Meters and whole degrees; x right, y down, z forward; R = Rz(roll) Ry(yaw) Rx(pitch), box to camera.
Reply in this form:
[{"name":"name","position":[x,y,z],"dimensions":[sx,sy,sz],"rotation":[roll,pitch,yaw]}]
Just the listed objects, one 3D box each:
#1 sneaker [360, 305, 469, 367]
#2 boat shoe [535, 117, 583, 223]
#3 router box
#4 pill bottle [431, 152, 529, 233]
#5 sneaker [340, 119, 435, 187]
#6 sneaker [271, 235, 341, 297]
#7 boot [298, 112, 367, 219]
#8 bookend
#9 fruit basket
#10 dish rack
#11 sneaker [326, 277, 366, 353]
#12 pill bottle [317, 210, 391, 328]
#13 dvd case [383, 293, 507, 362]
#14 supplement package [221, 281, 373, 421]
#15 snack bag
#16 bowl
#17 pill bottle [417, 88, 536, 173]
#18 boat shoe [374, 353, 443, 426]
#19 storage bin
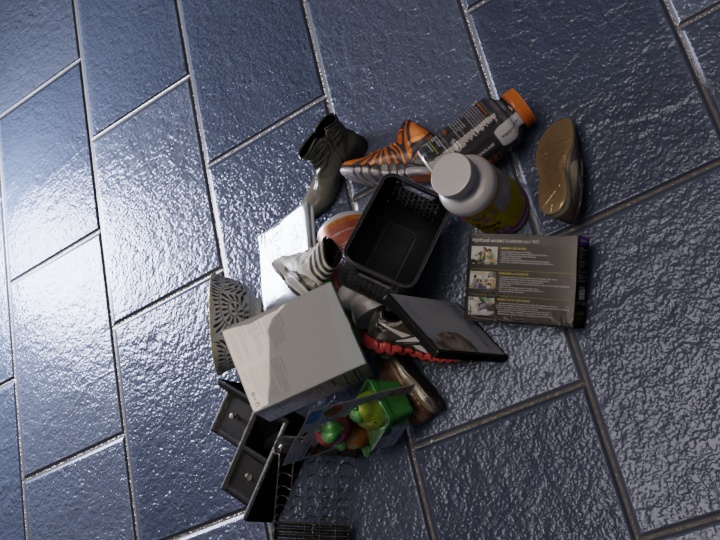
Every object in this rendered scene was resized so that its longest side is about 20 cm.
[{"name":"sneaker","position":[0.104,0.104,1.636],"dimensions":[0.200,0.071,0.098],"rotation":[9,105,0]},{"name":"boat shoe","position":[0.338,-0.164,1.616],"dimensions":[0.072,0.065,0.200],"rotation":[-22,46,37]},{"name":"router box","position":[0.271,0.015,1.597],"dimensions":[0.200,0.051,0.150],"rotation":[4,90,35]},{"name":"pill bottle","position":[0.197,-0.129,1.615],"dimensions":[0.104,0.200,0.105],"rotation":[-11,70,32]},{"name":"sneaker","position":[0.061,-0.219,1.822],"dimensions":[0.200,0.078,0.112],"rotation":[2,73,24]},{"name":"sneaker","position":[-0.088,-0.011,1.752],"dimensions":[0.115,0.076,0.200],"rotation":[-44,22,-2]},{"name":"boot","position":[-0.082,-0.203,1.870],"dimensions":[0.068,0.131,0.200],"rotation":[38,98,36]},{"name":"bookend","position":[-0.212,0.335,1.823],"dimensions":[0.200,0.092,0.199],"rotation":[24,91,37]},{"name":"fruit basket","position":[-0.018,0.261,1.608],"dimensions":[0.094,0.200,0.185],"rotation":[56,144,25]},{"name":"dish rack","position":[-0.082,0.395,1.701],"dimensions":[0.153,0.055,0.201],"rotation":[4,85,-5]},{"name":"sneaker","position":[-0.052,0.087,1.799],"dimensions":[0.084,0.077,0.200],"rotation":[-37,51,30]},{"name":"pill bottle","position":[0.000,0.000,1.766],"dimensions":[0.112,0.112,0.200],"rotation":[-33,60,22]},{"name":"dvd case","position":[0.142,0.095,1.588],"dimensions":[0.143,0.200,0.018],"rotation":[48,114,34]},{"name":"supplement package","position":[-0.102,0.141,1.639],"dimensions":[0.200,0.151,0.152],"rotation":[-24,75,-1]},{"name":"snack bag","position":[-0.142,-0.013,1.891],"dimensions":[0.200,0.021,0.189],"rotation":[-30,60,49]},{"name":"bowl","position":[-0.234,0.100,1.878],"dimensions":[0.094,0.201,0.201],"rotation":[-4,71,-1]},{"name":"pill bottle","position":[0.206,-0.228,1.688],"dimensions":[0.200,0.106,0.106],"rotation":[-38,58,8]},{"name":"boat shoe","position":[0.061,0.187,1.695],"dimensions":[0.072,0.076,0.200],"rotation":[-48,54,15]},{"name":"storage bin","position":[0.059,-0.051,1.683],"dimensions":[0.135,0.094,0.200],"rotation":[25,63,4]}]
